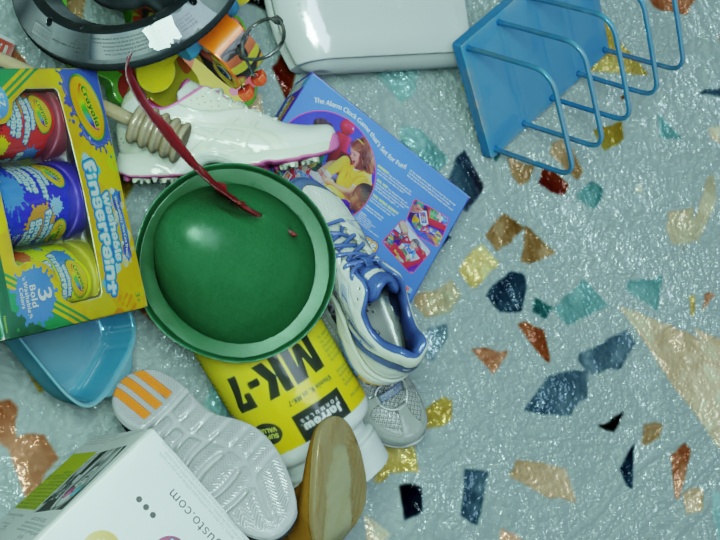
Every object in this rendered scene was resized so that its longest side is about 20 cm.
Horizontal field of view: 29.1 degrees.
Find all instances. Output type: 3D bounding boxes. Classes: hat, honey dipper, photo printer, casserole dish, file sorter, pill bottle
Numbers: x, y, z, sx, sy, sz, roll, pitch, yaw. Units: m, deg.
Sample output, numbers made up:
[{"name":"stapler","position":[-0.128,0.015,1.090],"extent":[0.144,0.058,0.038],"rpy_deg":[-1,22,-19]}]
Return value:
[{"name":"hat","position":[-0.121,-0.028,1.087],"extent":[0.199,0.176,0.166],"rpy_deg":[29,83,7]},{"name":"honey dipper","position":[-0.239,-0.146,1.169],"extent":[0.199,0.038,0.038],"rpy_deg":[24,72,1]},{"name":"photo printer","position":[0.001,-0.274,1.342],"extent":[0.199,0.069,0.168],"rpy_deg":[-7,86,-26]},{"name":"casserole dish","position":[-0.261,0.025,1.155],"extent":[0.201,0.039,0.121],"rpy_deg":[59,36,-30]},{"name":"file sorter","position":[0.213,-0.209,1.375],"extent":[0.200,0.122,0.139],"rpy_deg":[-42,134,-24]},{"name":"pill bottle","position":[-0.064,0.104,1.233],"extent":[0.114,0.114,0.201],"rpy_deg":[-34,97,-25]}]

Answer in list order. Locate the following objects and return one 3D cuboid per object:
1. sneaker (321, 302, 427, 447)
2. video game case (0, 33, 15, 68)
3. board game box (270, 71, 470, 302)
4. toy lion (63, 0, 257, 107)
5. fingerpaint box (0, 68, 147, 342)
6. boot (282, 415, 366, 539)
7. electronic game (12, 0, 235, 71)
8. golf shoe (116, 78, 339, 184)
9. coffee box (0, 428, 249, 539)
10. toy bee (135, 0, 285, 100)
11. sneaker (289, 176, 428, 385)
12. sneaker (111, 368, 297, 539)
[{"name":"sneaker","position":[0.002,0.080,1.285],"extent":[0.075,0.082,0.201],"rpy_deg":[-38,99,-25]},{"name":"video game case","position":[-0.376,-0.144,1.135],"extent":[0.142,0.017,0.201],"rpy_deg":[25,52,-20]},{"name":"board game box","position":[-0.009,-0.072,1.322],"extent":[0.200,0.045,0.135],"rpy_deg":[37,69,-16]},{"name":"toy lion","position":[-0.188,-0.211,1.255],"extent":[0.199,0.069,0.193],"rpy_deg":[2,89,-25]},{"name":"fingerpaint box","position":[-0.260,-0.052,1.074],"extent":[0.167,0.073,0.201],"rpy_deg":[-13,92,-59]},{"name":"boot","position":[-0.067,0.210,1.184],"extent":[0.071,0.143,0.203],"rpy_deg":[-18,111,-47]},{"name":"electronic game","position":[-0.190,-0.247,1.140],"extent":[0.198,0.042,0.201],"rpy_deg":[-4,60,7]},{"name":"golf shoe","position":[-0.118,-0.125,1.218],"extent":[0.199,0.075,0.092],"rpy_deg":[-5,92,-10]},{"name":"coffee box","position":[-0.197,0.266,1.099],"extent":[0.198,0.200,0.200],"rpy_deg":[-43,101,-23]},{"name":"toy bee","position":[-0.130,-0.190,1.178],"extent":[0.130,0.109,0.201],"rpy_deg":[-31,55,1]},{"name":"sneaker","position":[0.000,0.000,1.207],"extent":[0.075,0.088,0.201],"rpy_deg":[-30,89,-28]},{"name":"sneaker","position":[-0.125,0.171,1.175],"extent":[0.077,0.112,0.200],"rpy_deg":[-38,61,-23]}]
